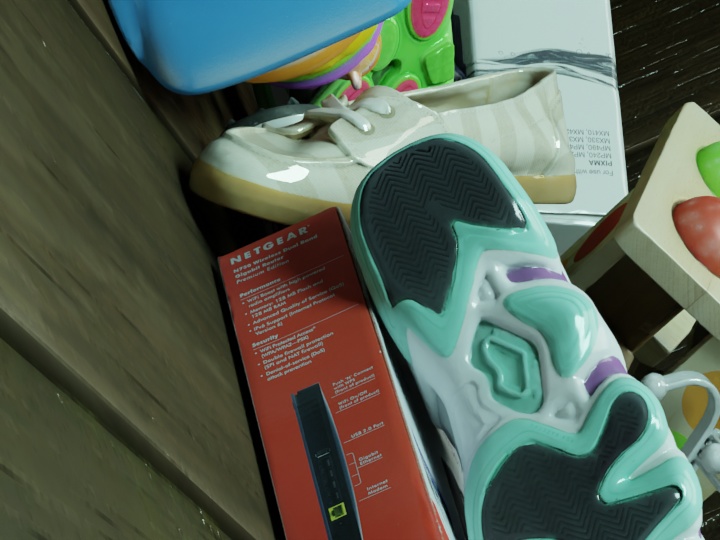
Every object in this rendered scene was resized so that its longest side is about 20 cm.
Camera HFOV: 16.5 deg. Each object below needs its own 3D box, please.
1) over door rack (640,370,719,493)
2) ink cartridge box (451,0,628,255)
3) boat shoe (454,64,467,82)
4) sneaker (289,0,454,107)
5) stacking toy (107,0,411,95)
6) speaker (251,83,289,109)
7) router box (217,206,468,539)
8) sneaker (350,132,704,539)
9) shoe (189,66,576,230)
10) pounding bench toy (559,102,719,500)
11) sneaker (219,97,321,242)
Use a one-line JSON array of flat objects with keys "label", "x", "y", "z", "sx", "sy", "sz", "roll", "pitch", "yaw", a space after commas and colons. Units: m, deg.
[{"label": "over door rack", "x": 0.101, "y": 0.152, "z": 0.930, "sx": 0.148, "sy": 0.066, "sz": 0.201, "roll": -122, "pitch": -128, "yaw": -64}, {"label": "ink cartridge box", "x": 0.079, "y": -0.089, "z": 1.344, "sx": 0.145, "sy": 0.084, "sz": 0.201, "roll": 119, "pitch": -29, "yaw": -64}, {"label": "boat shoe", "x": 0.022, "y": -0.044, "z": 1.246, "sx": 0.074, "sy": 0.093, "sz": 0.201, "roll": 16, "pitch": 39, "yaw": -44}, {"label": "sneaker", "x": 0.000, "y": -0.110, "z": 1.099, "sx": 0.084, "sy": 0.076, "sz": 0.201, "roll": 45, "pitch": -54, "yaw": 56}, {"label": "stacking toy", "x": -0.026, "y": -0.112, "z": 0.957, "sx": 0.200, "sy": 0.109, "sz": 0.117, "roll": 39, "pitch": 31, "yaw": -75}, {"label": "speaker", "x": -0.018, "y": -0.117, "z": 1.173, "sx": 0.088, "sy": 0.088, "sz": 0.201, "roll": -48, "pitch": 123, "yaw": -85}, {"label": "router box", "x": 0.021, "y": 0.108, "z": 0.855, "sx": 0.180, "sy": 0.049, "sz": 0.201, "roll": -107, "pitch": 173, "yaw": -50}, {"label": "sneaker", "x": 0.068, "y": 0.058, "z": 0.852, "sx": 0.140, "sy": 0.077, "sz": 0.201, "roll": 54, "pitch": 14, "yaw": -69}, {"label": "shoe", "x": 0.012, "y": -0.050, "z": 0.936, "sx": 0.199, "sy": 0.070, "sz": 0.054, "roll": -7, "pitch": 109, "yaw": -49}, {"label": "pounding bench toy", "x": 0.143, "y": 0.014, "z": 1.077, "sx": 0.124, "sy": 0.156, "sz": 0.200, "roll": 42, "pitch": 31, "yaw": -5}, {"label": "sneaker", "x": 0.000, "y": 0.000, "z": 1.042, "sx": 0.200, "sy": 0.066, "sz": 0.091, "roll": 34, "pitch": 39, "yaw": -65}]
